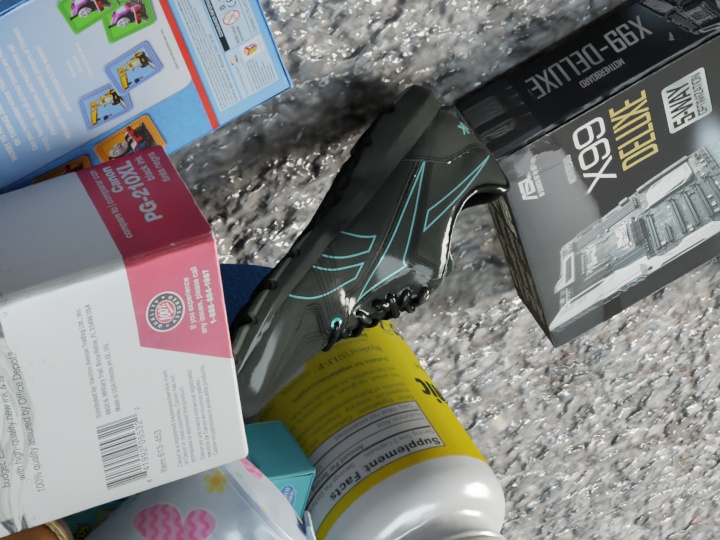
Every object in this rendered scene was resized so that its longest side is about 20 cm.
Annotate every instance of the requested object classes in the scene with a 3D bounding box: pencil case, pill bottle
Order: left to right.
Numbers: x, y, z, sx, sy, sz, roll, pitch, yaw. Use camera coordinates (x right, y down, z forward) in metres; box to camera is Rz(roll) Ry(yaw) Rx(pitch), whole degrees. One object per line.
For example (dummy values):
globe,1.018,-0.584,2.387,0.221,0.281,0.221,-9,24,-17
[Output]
pencil case,-0.116,0.174,1.494,0.200,0.091,0.083,-44,180,5
pill bottle,0.010,0.116,1.625,0.111,0.200,0.111,-22,145,-16

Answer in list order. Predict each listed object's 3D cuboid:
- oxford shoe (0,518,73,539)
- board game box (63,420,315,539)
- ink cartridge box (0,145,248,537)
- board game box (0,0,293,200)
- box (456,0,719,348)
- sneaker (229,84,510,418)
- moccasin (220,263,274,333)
oxford shoe,-0.234,0.168,1.457,0.200,0.071,0.071,-18,120,9
board game box,-0.136,0.161,1.572,0.200,0.047,0.151,-5,128,-30
ink cartridge box,-0.166,0.045,1.411,0.200,0.084,0.145,-18,131,-13
board game box,-0.141,-0.091,1.392,0.200,0.037,0.151,-30,146,-6
box,0.148,-0.060,1.657,0.158,0.050,0.200,-30,146,-6
sneaker,0.000,0.000,1.515,0.200,0.079,0.075,-54,-174,-14
moccasin,-0.115,0.047,1.565,0.200,0.081,0.068,-11,147,-8
